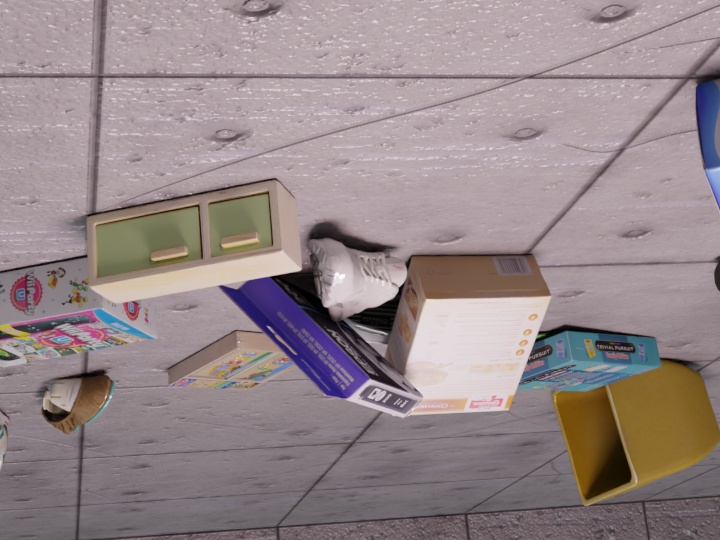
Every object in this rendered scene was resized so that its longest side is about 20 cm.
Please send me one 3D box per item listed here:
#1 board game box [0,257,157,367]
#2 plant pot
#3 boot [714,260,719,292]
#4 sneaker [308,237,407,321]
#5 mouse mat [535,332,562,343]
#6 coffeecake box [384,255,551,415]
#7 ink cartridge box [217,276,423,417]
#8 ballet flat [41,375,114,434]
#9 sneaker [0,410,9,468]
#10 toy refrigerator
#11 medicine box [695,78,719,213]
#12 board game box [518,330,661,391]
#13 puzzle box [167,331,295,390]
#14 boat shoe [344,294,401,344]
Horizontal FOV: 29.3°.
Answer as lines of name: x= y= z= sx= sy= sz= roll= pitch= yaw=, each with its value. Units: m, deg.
board game box: x=-0.348 y=0.048 z=1.535 sx=0.200 sy=0.064 sz=0.148 roll=-11 pitch=161 yaw=13
plant pot: x=0.455 y=0.248 z=2.204 sx=0.200 sy=0.196 sz=0.194 roll=-8 pitch=164 yaw=-20
boot: x=0.551 y=-0.002 z=1.669 sx=0.200 sy=0.078 sz=0.138 roll=-4 pitch=171 yaw=41
sneaker: x=0.000 y=0.000 z=1.504 sx=0.099 sy=0.078 sz=0.200 roll=-13 pitch=170 yaw=2
mouse mat: x=0.181 y=0.115 z=1.992 sx=0.200 sy=0.008 sz=0.161 roll=-1 pitch=161 yaw=-18
coffeecake box: x=0.120 y=0.078 z=1.628 sx=0.153 sy=0.073 sz=0.200 roll=-1 pitch=134 yaw=-16
ink cartridge box: x=-0.044 y=0.080 z=1.550 sx=0.043 sy=0.198 sz=0.200 roll=-51 pitch=152 yaw=8
ballet flat: x=-0.410 y=0.184 z=1.951 sx=0.072 sy=0.068 sz=0.200 roll=23 pitch=156 yaw=-19
sneaker: x=-0.562 y=0.249 z=2.026 sx=0.070 sy=0.094 sz=0.200 roll=-6 pitch=162 yaw=0
toy refrigerator: x=-0.164 y=-0.027 z=1.344 sx=0.200 sy=0.076 sz=0.070 roll=-9 pitch=161 yaw=12
medicine box: x=0.412 y=-0.093 z=1.197 sx=0.200 sy=0.103 sz=0.182 roll=-14 pitch=140 yaw=22
board game box: x=0.317 y=0.135 z=2.017 sx=0.200 sy=0.047 sz=0.151 roll=7 pitch=157 yaw=-40
puzzle box: x=-0.162 y=0.126 z=1.889 sx=0.133 sy=0.025 sz=0.200 roll=7 pitch=158 yaw=-33
boat shoe: x=0.071 y=0.064 z=1.692 sx=0.199 sy=0.074 sz=0.067 roll=-4 pitch=167 yaw=-3
